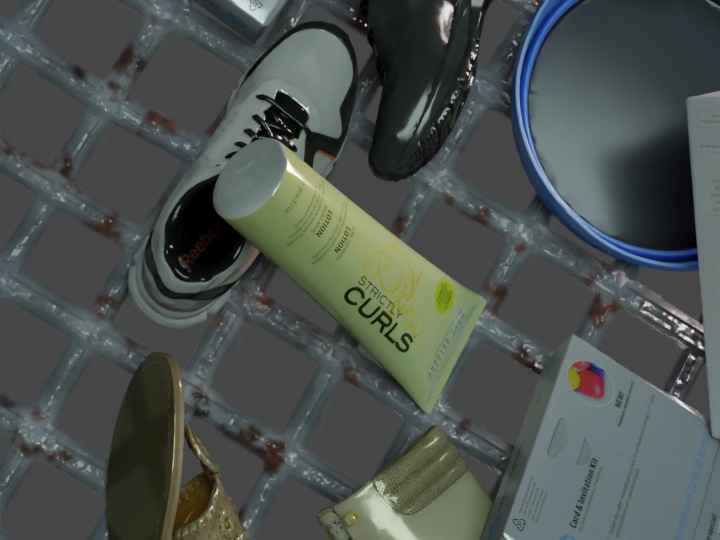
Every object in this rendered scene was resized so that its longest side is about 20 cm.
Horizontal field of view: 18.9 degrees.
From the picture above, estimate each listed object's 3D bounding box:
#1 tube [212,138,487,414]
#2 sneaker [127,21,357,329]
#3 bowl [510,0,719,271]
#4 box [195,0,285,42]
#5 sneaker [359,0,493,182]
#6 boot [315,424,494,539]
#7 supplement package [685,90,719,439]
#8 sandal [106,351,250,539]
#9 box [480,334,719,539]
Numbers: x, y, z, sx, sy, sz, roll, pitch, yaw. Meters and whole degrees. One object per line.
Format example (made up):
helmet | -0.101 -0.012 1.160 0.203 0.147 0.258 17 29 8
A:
tube | 0.000 0.000 1.196 0.058 0.052 0.200 -34 132 16
sneaker | -0.056 -0.057 1.214 0.074 0.080 0.200 31 74 -4
bowl | 0.183 -0.096 1.295 0.200 0.039 0.201 2 79 -13
box | -0.065 -0.257 1.258 0.156 0.041 0.200 36 74 -5
sneaker | 0.031 -0.145 1.260 0.091 0.076 0.200 18 70 1
boot | 0.021 0.197 1.187 0.200 0.073 0.155 -42 92 -21
supplement package | 0.272 -0.006 1.216 0.120 0.121 0.200 -12 102 -37
sandal | -0.096 0.153 1.182 0.070 0.078 0.212 9 84 -32
box | 0.176 0.148 1.217 0.200 0.041 0.156 31 48 -7
